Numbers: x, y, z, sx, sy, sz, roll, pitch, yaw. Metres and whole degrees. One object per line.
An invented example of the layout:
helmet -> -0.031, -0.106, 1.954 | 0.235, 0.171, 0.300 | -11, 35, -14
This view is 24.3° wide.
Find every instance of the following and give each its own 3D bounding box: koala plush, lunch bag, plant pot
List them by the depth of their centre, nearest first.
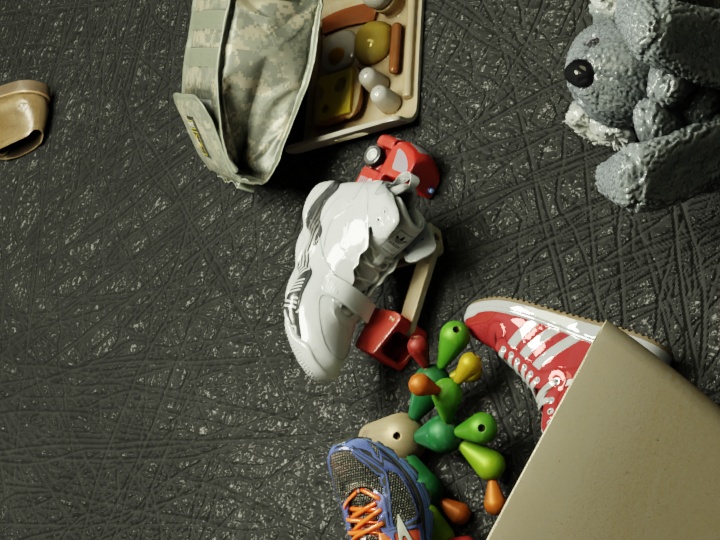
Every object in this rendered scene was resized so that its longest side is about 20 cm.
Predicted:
plant pot -> 0.204, 0.174, 1.226 | 0.176, 0.200, 0.201 | 29, 87, 8
koala plush -> 0.245, -0.156, 1.405 | 0.200, 0.183, 0.178 | 30, 120, 56
lunch bag -> -0.121, -0.185, 1.690 | 0.164, 0.117, 0.201 | -156, 75, -72

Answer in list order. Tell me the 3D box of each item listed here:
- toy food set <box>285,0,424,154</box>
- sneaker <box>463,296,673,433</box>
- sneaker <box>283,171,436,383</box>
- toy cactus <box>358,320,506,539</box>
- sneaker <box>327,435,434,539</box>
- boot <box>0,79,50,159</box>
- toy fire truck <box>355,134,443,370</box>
toy food set -> -0.012, -0.221, 1.704 | 0.143, 0.060, 0.201 | -13, 60, 34
sneaker -> 0.154, 0.093, 1.403 | 0.199, 0.071, 0.113 | 13, 74, 40
sneaker -> 0.000, 0.000, 1.504 | 0.114, 0.075, 0.201 | -14, 57, 34
toy cactus -> 0.052, 0.147, 1.448 | 0.165, 0.102, 0.201 | -12, 80, 52
sneaker -> 0.022, 0.230, 1.372 | 0.075, 0.078, 0.201 | -23, 91, 36
boot -> -0.463, -0.168, 2.044 | 0.199, 0.073, 0.076 | -15, 69, 31
toy fire truck -> 0.030, -0.021, 1.577 | 0.141, 0.049, 0.201 | 25, 84, 43
